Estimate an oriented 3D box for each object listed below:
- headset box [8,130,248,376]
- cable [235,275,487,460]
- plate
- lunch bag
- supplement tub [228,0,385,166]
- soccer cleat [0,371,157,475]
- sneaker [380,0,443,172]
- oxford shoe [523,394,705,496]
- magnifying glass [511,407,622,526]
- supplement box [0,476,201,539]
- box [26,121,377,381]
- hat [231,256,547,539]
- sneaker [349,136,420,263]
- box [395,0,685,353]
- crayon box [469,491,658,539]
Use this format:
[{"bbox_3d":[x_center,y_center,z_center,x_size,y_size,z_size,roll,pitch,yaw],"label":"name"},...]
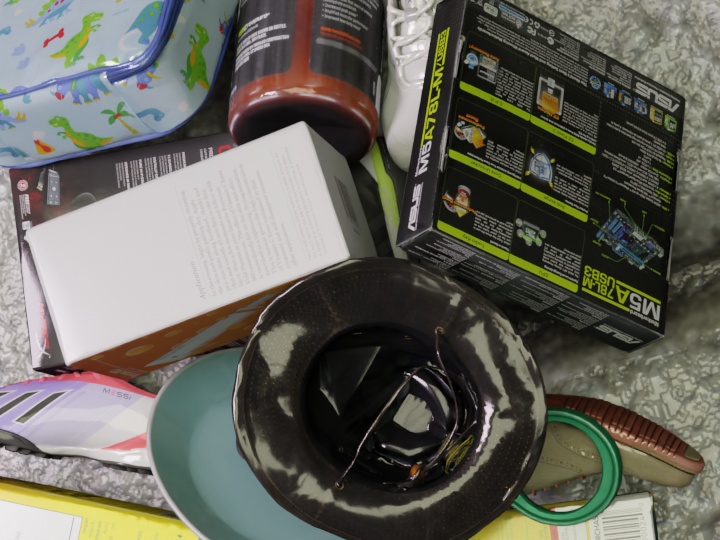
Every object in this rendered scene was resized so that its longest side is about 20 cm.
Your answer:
[{"bbox_3d":[-0.141,-0.012,1.467,0.199,0.077,0.150,-9,82,8],"label":"headset box"},{"bbox_3d":[0.014,0.099,1.377,0.199,0.051,0.164,-18,87,3],"label":"cable"},{"bbox_3d":[-0.055,0.137,1.410,0.200,0.200,0.026,36,132,10],"label":"plate"},{"bbox_3d":[-0.189,-0.163,1.438,0.199,0.083,0.161,-10,47,31],"label":"lunch bag"},{"bbox_3d":[-0.034,-0.176,1.438,0.106,0.107,0.201,0,61,8],"label":"supplement tub"},{"bbox_3d":[-0.207,0.101,1.469,0.199,0.068,0.074,9,83,4],"label":"soccer cleat"},{"bbox_3d":[0.042,-0.160,1.418,0.074,0.087,0.201,-8,58,19],"label":"sneaker"},{"bbox_3d":[0.140,0.124,1.424,0.199,0.071,0.074,16,99,16],"label":"oxford shoe"},{"bbox_3d":[0.081,0.124,1.396,0.199,0.022,0.080,10,99,18],"label":"magnifying glass"},{"bbox_3d":[-0.192,0.214,1.431,0.199,0.110,0.110,11,85,8],"label":"supplement box"},{"bbox_3d":[-0.100,-0.009,1.352,0.199,0.124,0.098,-20,79,9],"label":"box"},{"bbox_3d":[0.019,0.082,1.314,0.199,0.081,0.202,0,96,0],"label":"hat"},{"bbox_3d":[0.000,0.000,1.447,0.082,0.072,0.201,-6,74,-4],"label":"sneaker"},{"bbox_3d":[0.127,-0.068,1.371,0.199,0.047,0.194,23,63,-26],"label":"box"},{"bbox_3d":[0.112,0.228,1.417,0.199,0.051,0.128,-7,82,6],"label":"crayon box"}]
